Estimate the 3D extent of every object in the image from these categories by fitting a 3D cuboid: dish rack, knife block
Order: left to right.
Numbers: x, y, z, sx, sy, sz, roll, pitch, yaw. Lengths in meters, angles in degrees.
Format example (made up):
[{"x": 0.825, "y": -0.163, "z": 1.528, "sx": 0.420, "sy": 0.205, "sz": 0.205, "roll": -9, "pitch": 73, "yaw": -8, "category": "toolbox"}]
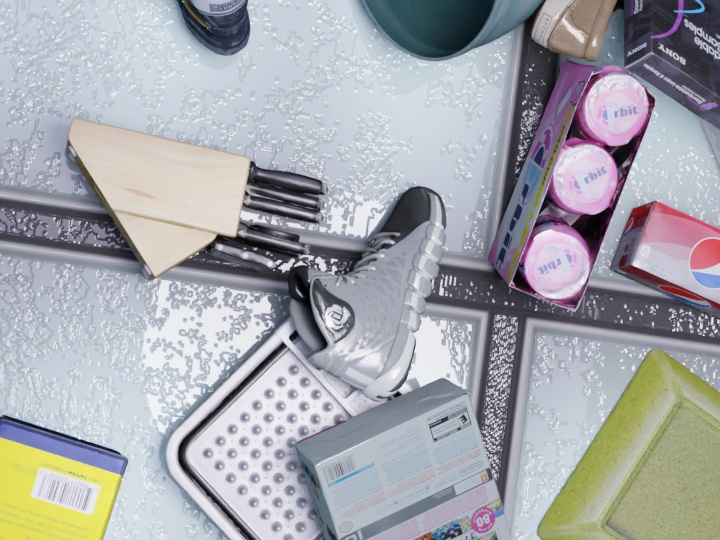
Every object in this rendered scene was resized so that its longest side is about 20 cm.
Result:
[{"x": -0.129, "y": -0.078, "z": 1.692, "sx": 0.175, "sy": 0.064, "sz": 0.201, "roll": -33, "pitch": 92, "yaw": -11, "category": "knife block"}, {"x": -0.050, "y": 0.147, "z": 1.704, "sx": 0.200, "sy": 0.044, "sz": 0.172, "roll": -44, "pitch": 95, "yaw": -9, "category": "dish rack"}]

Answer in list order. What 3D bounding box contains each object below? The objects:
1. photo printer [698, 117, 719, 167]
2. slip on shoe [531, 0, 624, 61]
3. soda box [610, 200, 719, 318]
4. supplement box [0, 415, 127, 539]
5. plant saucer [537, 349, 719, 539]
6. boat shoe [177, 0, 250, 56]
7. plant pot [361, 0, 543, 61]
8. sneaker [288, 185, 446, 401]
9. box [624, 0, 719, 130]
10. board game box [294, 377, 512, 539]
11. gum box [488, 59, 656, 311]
[{"x": 0.410, "y": -0.137, "z": 1.786, "sx": 0.199, "sy": 0.069, "sz": 0.167, "roll": -23, "pitch": 91, "yaw": -10, "category": "photo printer"}, {"x": 0.217, "y": -0.250, "z": 1.725, "sx": 0.060, "sy": 0.076, "sz": 0.200, "roll": 29, "pitch": 48, "yaw": 12, "category": "slip on shoe"}, {"x": 0.326, "y": 0.008, "z": 1.763, "sx": 0.199, "sy": 0.070, "sz": 0.064, "roll": 23, "pitch": 82, "yaw": -8, "category": "soda box"}, {"x": -0.271, "y": 0.229, "z": 1.620, "sx": 0.109, "sy": 0.109, "sz": 0.201, "roll": 18, "pitch": 84, "yaw": -9, "category": "supplement box"}, {"x": 0.290, "y": 0.204, "z": 1.758, "sx": 0.199, "sy": 0.048, "sz": 0.200, "roll": 35, "pitch": 82, "yaw": -7, "category": "plant saucer"}, {"x": -0.150, "y": -0.276, "z": 1.701, "sx": 0.070, "sy": 0.091, "sz": 0.201, "roll": -20, "pitch": 64, "yaw": -11, "category": "boat shoe"}, {"x": 0.099, "y": -0.286, "z": 1.693, "sx": 0.134, "sy": 0.200, "sz": 0.202, "roll": -15, "pitch": 90, "yaw": -38, "category": "plant pot"}, {"x": 0.000, "y": 0.000, "z": 1.675, "sx": 0.115, "sy": 0.075, "sz": 0.201, "roll": 23, "pitch": 60, "yaw": -18, "category": "sneaker"}, {"x": 0.283, "y": -0.225, "z": 1.705, "sx": 0.142, "sy": 0.036, "sz": 0.201, "roll": 27, "pitch": 54, "yaw": -32, "category": "box"}, {"x": 0.044, "y": 0.212, "z": 1.673, "sx": 0.147, "sy": 0.064, "sz": 0.201, "roll": -22, "pitch": 108, "yaw": -16, "category": "board game box"}, {"x": 0.180, "y": -0.080, "z": 1.697, "sx": 0.066, "sy": 0.114, "sz": 0.201, "roll": 19, "pitch": 99, "yaw": -9, "category": "gum box"}]
